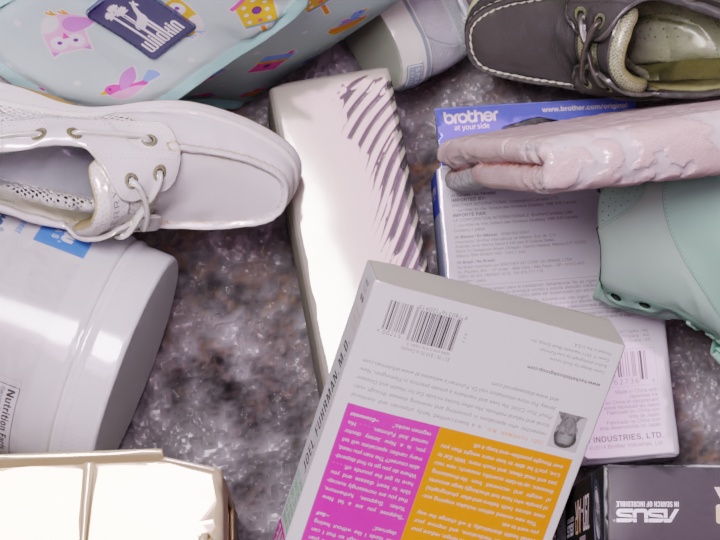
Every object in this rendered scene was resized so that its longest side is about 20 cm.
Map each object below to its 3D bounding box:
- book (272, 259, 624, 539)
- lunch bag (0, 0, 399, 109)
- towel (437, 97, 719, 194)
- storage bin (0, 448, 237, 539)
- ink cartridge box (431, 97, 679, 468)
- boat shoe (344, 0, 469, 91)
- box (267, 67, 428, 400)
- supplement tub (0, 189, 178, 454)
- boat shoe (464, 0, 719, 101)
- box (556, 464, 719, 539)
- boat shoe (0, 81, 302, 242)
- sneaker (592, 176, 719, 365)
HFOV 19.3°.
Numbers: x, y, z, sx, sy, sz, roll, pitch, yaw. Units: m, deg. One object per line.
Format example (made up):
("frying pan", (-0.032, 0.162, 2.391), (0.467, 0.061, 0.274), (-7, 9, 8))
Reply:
("book", (0.036, 0.105, 1.065), (0.133, 0.048, 0.201), (14, 111, -14))
("lunch bag", (-0.085, -0.155, 1.072), (0.170, 0.199, 0.123), (-29, 79, 35))
("towel", (0.154, -0.065, 1.054), (0.198, 0.191, 0.033), (-11, 95, -14))
("storage bin", (-0.162, 0.149, 1.042), (0.197, 0.200, 0.095), (-1, 77, -1))
("ink cartridge box", (0.103, 0.009, 1.153), (0.118, 0.042, 0.202), (-4, 82, -4))
("boat shoe", (0.003, -0.196, 1.183), (0.071, 0.070, 0.202), (-22, 79, -25))
("box", (0.000, 0.000, 1.133), (0.068, 0.082, 0.202), (-11, 81, -4))
("supplement tub", (-0.208, 0.017, 1.100), (0.199, 0.132, 0.133), (20, 80, 2))
("boat shoe", (0.141, -0.123, 1.093), (0.199, 0.066, 0.072), (2, 120, 24))
("box", (0.186, 0.127, 1.052), (0.159, 0.200, 0.044), (1, 80, -2))
("boat shoe", (-0.127, -0.043, 1.052), (0.198, 0.071, 0.070), (6, 37, -10))
("sneaker", (0.190, 0.020, 1.116), (0.117, 0.201, 0.074), (0, 44, 30))
